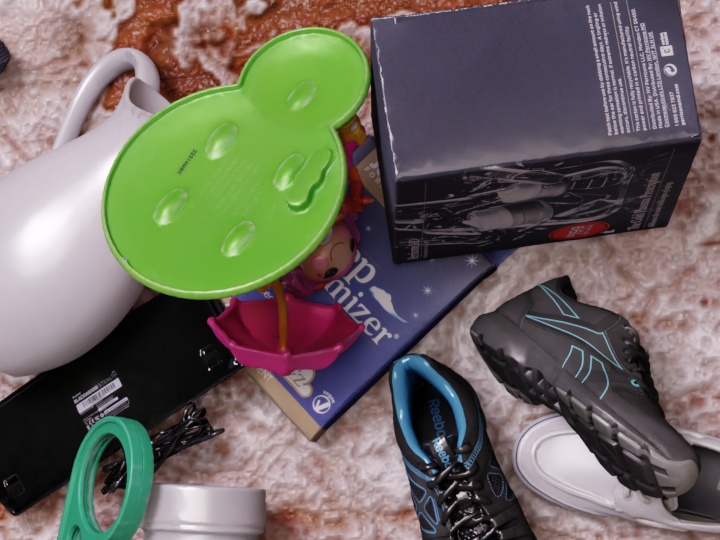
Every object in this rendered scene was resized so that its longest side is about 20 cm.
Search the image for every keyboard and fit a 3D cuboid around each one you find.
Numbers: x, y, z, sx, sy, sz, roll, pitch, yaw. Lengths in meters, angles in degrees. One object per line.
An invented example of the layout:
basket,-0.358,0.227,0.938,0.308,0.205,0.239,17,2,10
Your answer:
keyboard,-0.158,0.096,1.689,0.200,0.040,0.104,-33,69,15

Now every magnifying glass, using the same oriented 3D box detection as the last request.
magnifying glass,-0.181,0.179,1.647,0.200,0.022,0.080,-61,37,25

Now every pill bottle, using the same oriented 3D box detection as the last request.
pill bottle,-0.105,0.236,1.630,0.111,0.111,0.200,2,85,8

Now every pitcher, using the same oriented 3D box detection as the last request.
pitcher,-0.187,-0.042,1.673,0.200,0.121,0.172,-45,38,10

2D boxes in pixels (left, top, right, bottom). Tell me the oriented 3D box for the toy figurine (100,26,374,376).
toy figurine,-0.047,-0.021,1.587,0.150,0.184,0.200,24,67,27

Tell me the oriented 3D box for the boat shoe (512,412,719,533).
boat shoe,0.193,0.126,1.622,0.200,0.065,0.074,6,86,9

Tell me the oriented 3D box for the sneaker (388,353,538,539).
sneaker,0.060,0.144,1.606,0.073,0.082,0.200,-26,64,6

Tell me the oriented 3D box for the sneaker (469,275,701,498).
sneaker,0.150,0.065,1.599,0.079,0.075,0.200,-37,46,-13

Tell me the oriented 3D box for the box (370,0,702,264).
box,0.101,-0.086,1.570,0.182,0.200,0.104,-7,76,-1

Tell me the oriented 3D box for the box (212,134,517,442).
box,0.000,0.000,1.679,0.200,0.032,0.121,-44,81,1

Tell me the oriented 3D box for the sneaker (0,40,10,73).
sneaker,-0.330,-0.161,1.729,0.200,0.070,0.082,28,106,12
